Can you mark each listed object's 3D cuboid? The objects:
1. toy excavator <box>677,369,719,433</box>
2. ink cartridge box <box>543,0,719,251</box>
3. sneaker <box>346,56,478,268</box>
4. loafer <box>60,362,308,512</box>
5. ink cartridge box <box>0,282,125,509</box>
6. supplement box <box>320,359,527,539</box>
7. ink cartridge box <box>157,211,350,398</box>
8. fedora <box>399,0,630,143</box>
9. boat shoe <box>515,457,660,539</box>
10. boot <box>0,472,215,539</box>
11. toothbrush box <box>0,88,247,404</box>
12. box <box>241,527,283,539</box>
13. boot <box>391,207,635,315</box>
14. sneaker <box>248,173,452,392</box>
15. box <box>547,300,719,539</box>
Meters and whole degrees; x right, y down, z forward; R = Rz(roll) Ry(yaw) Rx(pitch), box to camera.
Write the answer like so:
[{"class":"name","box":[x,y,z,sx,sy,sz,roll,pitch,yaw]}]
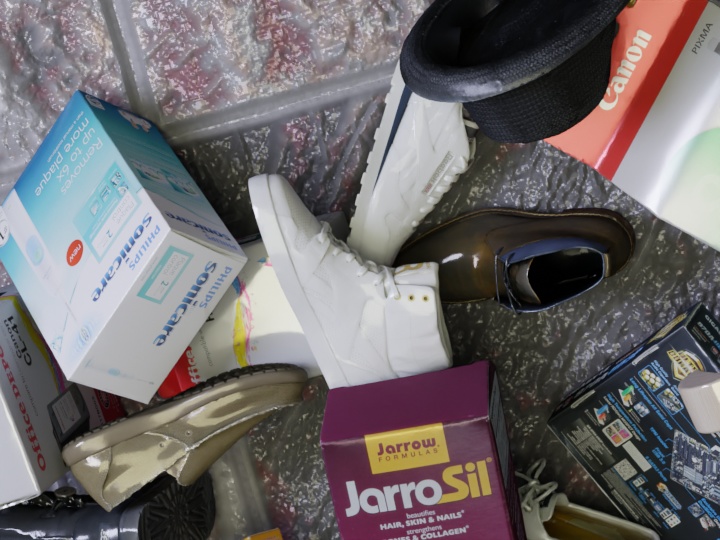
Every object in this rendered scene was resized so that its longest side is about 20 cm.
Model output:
[{"class":"toy excavator","box":[0.321,0.041,1.449,0.193,0.200,0.101,-25,95,11]},{"class":"ink cartridge box","box":[0.243,-0.125,1.516,0.199,0.050,0.162,28,105,3]},{"class":"sneaker","box":[0.045,-0.079,1.552,0.080,0.076,0.202,18,103,0]},{"class":"loafer","box":[-0.129,0.127,1.546,0.198,0.076,0.068,-20,94,0]},{"class":"ink cartridge box","box":[-0.276,0.094,1.588,0.085,0.200,0.149,-18,98,15]},{"class":"supplement box","box":[0.054,0.186,1.490,0.130,0.103,0.202,-10,109,8]},{"class":"ink cartridge box","box":[-0.095,0.036,1.607,0.198,0.067,0.117,-16,99,14]},{"class":"fedora","box":[0.128,-0.160,1.477,0.199,0.201,0.092,-17,122,14]},{"class":"boat shoe","box":[0.141,0.192,1.568,0.200,0.075,0.087,21,129,17]},{"class":"boot","box":[-0.237,0.200,1.633,0.198,0.165,0.066,-4,90,20]},{"class":"toothbrush box","box":[-0.192,-0.019,1.551,0.147,0.085,0.200,-53,45,17]},{"class":"box","box":[-0.079,0.324,1.626,0.119,0.041,0.202,-33,72,42]},{"class":"boot","box":[0.110,-0.007,1.541,0.198,0.097,0.075,-10,99,13]},{"class":"sneaker","box":[0.000,0.000,1.515,0.115,0.074,0.201,-23,107,10]},{"class":"box","box":[0.263,0.146,1.540,0.200,0.046,0.159,49,129,-1]}]
